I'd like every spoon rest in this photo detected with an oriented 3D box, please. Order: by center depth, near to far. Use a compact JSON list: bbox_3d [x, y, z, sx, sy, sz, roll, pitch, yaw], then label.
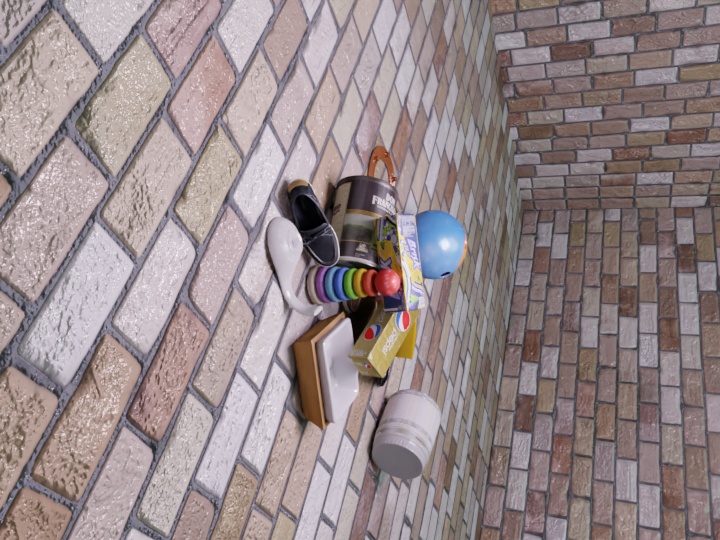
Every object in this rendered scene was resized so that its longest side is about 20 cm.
[{"bbox_3d":[-0.135,-0.005,1.232,0.099,0.060,0.203,-39,114,-62],"label":"spoon rest"}]

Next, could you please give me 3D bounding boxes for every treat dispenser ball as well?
[{"bbox_3d":[0.213,-0.076,1.860,0.200,0.198,0.204,1,90,-67],"label":"treat dispenser ball"}]

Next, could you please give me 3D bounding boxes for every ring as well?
[{"bbox_3d":[0.063,-0.237,1.727,0.200,0.019,0.204,1,90,-67],"label":"ring"}]

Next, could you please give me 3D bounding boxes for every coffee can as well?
[{"bbox_3d":[0.001,-0.089,1.422,0.146,0.144,0.203,45,51,-60],"label":"coffee can"}]

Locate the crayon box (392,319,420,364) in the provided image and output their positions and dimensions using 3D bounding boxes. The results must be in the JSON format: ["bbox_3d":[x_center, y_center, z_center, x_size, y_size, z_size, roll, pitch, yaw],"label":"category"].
[{"bbox_3d":[0.126,0.140,1.663,0.201,0.051,0.127,-68,163,-56],"label":"crayon box"}]

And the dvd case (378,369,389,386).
[{"bbox_3d":[0.069,0.219,1.666,0.200,0.016,0.151,99,-1,-73],"label":"dvd case"}]

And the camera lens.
[{"bbox_3d":[0.127,0.439,1.727,0.201,0.158,0.162,-61,144,-48],"label":"camera lens"}]

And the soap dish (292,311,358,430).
[{"bbox_3d":[-0.072,0.208,1.342,0.157,0.080,0.203,-39,127,-61],"label":"soap dish"}]

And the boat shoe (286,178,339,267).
[{"bbox_3d":[-0.095,-0.086,1.272,0.062,0.074,0.202,-107,177,-59],"label":"boat shoe"}]

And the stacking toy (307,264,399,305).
[{"bbox_3d":[-0.011,0.025,1.321,0.085,0.197,0.087,14,74,-60],"label":"stacking toy"}]

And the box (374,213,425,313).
[{"bbox_3d":[0.083,-0.015,1.339,0.064,0.069,0.204,-4,87,-44],"label":"box"}]

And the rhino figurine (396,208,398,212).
[{"bbox_3d":[0.044,-0.141,1.608,0.060,0.087,0.200,63,14,23],"label":"rhino figurine"}]

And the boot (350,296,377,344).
[{"bbox_3d":[0.008,0.182,1.551,0.201,0.071,0.156,-66,151,-43],"label":"boot"}]

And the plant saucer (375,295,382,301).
[{"bbox_3d":[0.055,0.001,1.610,0.200,0.050,0.204,-13,90,-80],"label":"plant saucer"}]

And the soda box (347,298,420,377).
[{"bbox_3d":[0.056,0.134,1.388,0.068,0.063,0.201,53,55,-30],"label":"soda box"}]

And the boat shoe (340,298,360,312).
[{"bbox_3d":[-0.002,-0.001,1.506,0.075,0.074,0.206,17,75,-66],"label":"boat shoe"}]

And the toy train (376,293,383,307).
[{"bbox_3d":[0.051,0.132,1.459,0.150,0.055,0.203,33,74,-67],"label":"toy train"}]
